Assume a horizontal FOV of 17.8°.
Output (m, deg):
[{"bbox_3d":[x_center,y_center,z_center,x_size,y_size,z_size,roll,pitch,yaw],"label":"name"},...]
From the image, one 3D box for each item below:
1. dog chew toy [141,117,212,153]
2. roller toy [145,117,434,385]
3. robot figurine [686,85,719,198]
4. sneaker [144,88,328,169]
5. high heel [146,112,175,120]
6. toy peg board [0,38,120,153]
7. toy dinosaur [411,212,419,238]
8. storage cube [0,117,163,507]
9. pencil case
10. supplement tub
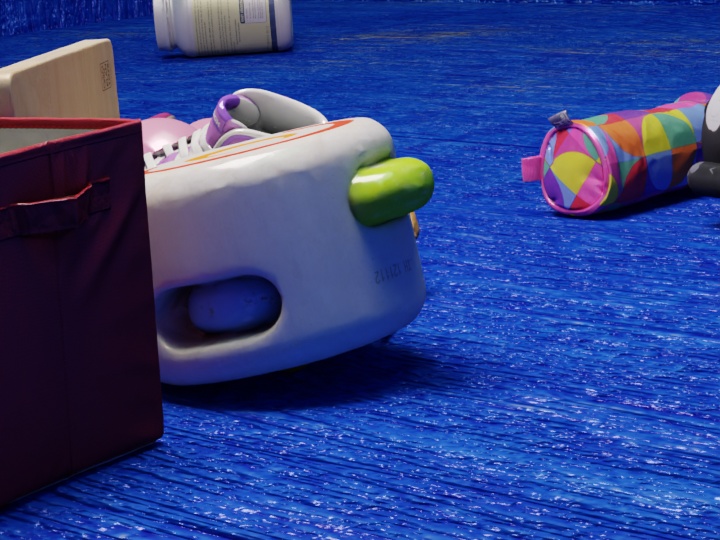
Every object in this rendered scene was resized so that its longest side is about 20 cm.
[{"bbox_3d":[-0.151,-0.055,1.675,0.199,0.125,0.124,-25,22,-38],"label":"dog chew toy"},{"bbox_3d":[-0.057,-0.007,1.397,0.182,0.141,0.200,-16,7,-20],"label":"roller toy"},{"bbox_3d":[0.341,-0.098,1.779,0.124,0.151,0.200,31,-2,-21],"label":"robot figurine"},{"bbox_3d":[-0.111,-0.075,1.527,0.199,0.115,0.073,-5,50,4],"label":"sneaker"},{"bbox_3d":[-0.222,-0.084,1.938,0.096,0.068,0.200,8,30,14],"label":"high heel"},{"bbox_3d":[-0.216,-0.030,1.412,0.097,0.201,0.199,-2,11,11],"label":"toy peg board"},{"bbox_3d":[0.000,0.000,1.573,0.106,0.061,0.200,-10,36,-33],"label":"toy dinosaur"},{"bbox_3d":[-0.224,0.019,1.223,0.199,0.181,0.171,4,13,30],"label":"storage cube"},{"bbox_3d":[0.230,-0.098,1.919,0.199,0.089,0.088,-12,13,-43],"label":"pencil case"},{"bbox_3d":[-0.201,-0.390,3.386,0.199,0.146,0.145,-4,11,-1],"label":"supplement tub"}]
